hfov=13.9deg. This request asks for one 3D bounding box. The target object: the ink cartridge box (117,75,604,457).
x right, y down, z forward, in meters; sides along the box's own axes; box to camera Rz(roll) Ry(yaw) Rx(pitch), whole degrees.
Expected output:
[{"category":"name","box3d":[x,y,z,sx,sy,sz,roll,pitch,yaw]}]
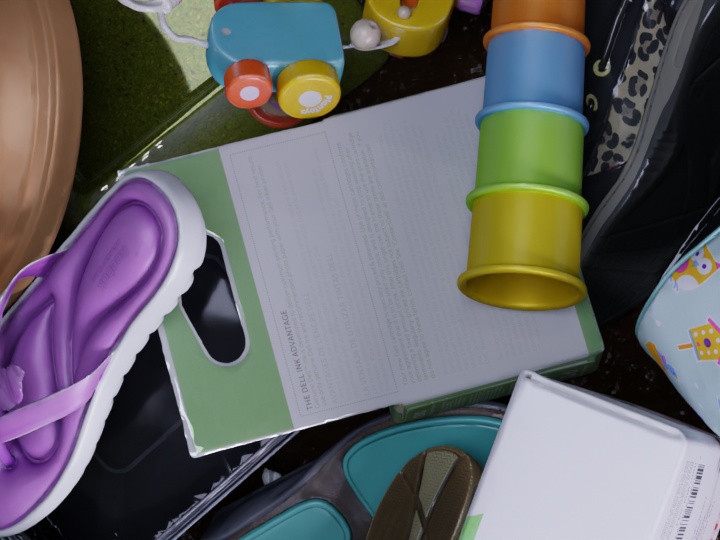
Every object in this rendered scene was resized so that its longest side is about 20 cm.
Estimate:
[{"category":"ink cartridge box","box3d":[0.000,0.000,1.386,0.199,0.048,0.146,-15,77,-5]}]

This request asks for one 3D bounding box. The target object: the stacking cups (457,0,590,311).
[{"category":"stacking cups","box3d":[0.084,-0.084,1.365,0.060,0.061,0.201,3,71,13]}]

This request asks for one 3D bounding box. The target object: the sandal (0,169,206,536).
[{"category":"sandal","box3d":[-0.145,0.034,1.361,0.082,0.050,0.203,46,115,31]}]

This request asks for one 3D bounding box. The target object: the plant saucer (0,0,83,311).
[{"category":"plant saucer","box3d":[-0.203,-0.073,1.453,0.200,0.037,0.202,-8,80,52]}]

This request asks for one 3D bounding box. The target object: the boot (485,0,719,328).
[{"category":"boot","box3d":[0.109,-0.088,1.446,0.154,0.073,0.204,45,125,36]}]

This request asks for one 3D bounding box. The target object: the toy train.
[{"category":"toy train","box3d":[-0.024,-0.141,1.445,0.150,0.056,0.200,38,54,21]}]

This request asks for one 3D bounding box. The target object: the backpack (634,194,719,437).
[{"category":"backpack","box3d":[0.228,0.006,1.322,0.200,0.176,0.154,-36,75,11]}]

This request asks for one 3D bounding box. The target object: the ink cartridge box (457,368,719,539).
[{"category":"ink cartridge box","box3d":[0.105,0.132,1.362,0.084,0.200,0.146,20,90,16]}]

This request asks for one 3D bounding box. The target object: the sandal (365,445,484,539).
[{"category":"sandal","box3d":[0.017,0.177,1.401,0.080,0.054,0.201,40,106,49]}]

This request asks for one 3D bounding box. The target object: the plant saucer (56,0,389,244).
[{"category":"plant saucer","box3d":[-0.121,-0.130,1.510,0.199,0.048,0.200,-37,79,7]}]

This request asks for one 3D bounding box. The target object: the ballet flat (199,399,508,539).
[{"category":"ballet flat","box3d":[0.001,0.107,1.450,0.199,0.073,0.073,-29,80,19]}]

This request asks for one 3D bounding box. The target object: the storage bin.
[{"category":"storage bin","box3d":[-0.104,0.051,1.455,0.200,0.094,0.135,-41,92,7]}]
